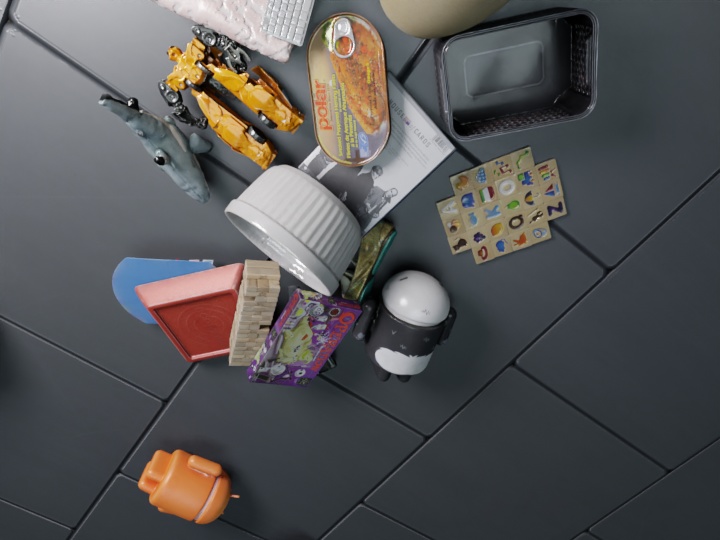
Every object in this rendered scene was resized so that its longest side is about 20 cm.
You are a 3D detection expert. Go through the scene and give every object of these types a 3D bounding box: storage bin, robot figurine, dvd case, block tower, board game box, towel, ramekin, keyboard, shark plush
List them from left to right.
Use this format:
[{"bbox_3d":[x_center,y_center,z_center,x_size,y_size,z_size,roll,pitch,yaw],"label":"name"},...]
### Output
[{"bbox_3d":[-0.274,-0.179,0.718,0.090,0.084,0.200,-16,151,1],"label":"shark plush"},{"bbox_3d":[-0.322,0.029,0.888,0.198,0.039,0.159,3,132,-6],"label":"board game box"},{"bbox_3d":[-0.361,0.459,1.075,0.199,0.116,0.145,32,74,-15],"label":"robot figurine"},{"bbox_3d":[-0.188,-0.248,0.733,0.199,0.058,0.145,38,111,-19],"label":"robot figurine"},{"bbox_3d":[-0.152,-0.398,0.645,0.198,0.032,0.193,22,102,-10],"label":"towel"},{"bbox_3d":[-0.177,0.078,0.835,0.057,0.054,0.201,4,128,-20],"label":"block tower"},{"bbox_3d":[-0.091,-0.063,0.756,0.200,0.200,0.105,42,78,-19],"label":"ramekin"},{"bbox_3d":[-0.072,-0.393,0.633,0.056,0.011,0.202,15,104,-12],"label":"keyboard"},{"bbox_3d":[-0.096,0.120,0.849,0.119,0.032,0.201,10,126,-37],"label":"board game box"},{"bbox_3d":[0.022,-0.169,0.768,0.200,0.025,0.151,-42,92,18],"label":"dvd case"},{"bbox_3d":[0.077,0.097,0.880,0.124,0.150,0.202,32,121,25],"label":"robot figurine"},{"bbox_3d":[0.208,-0.271,0.700,0.198,0.094,0.136,-10,117,5],"label":"storage bin"}]

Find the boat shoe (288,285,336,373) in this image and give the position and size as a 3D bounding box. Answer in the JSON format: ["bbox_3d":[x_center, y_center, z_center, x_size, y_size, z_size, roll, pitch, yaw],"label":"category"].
[{"bbox_3d":[-0.082,0.108,0.913,0.067,0.074,0.201,-12,120,-1],"label":"boat shoe"}]

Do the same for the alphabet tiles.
[{"bbox_3d":[0.233,-0.102,0.837,0.198,0.006,0.168,-20,116,10],"label":"alphabet tiles"}]

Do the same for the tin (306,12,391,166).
[{"bbox_3d":[-0.015,-0.251,0.720,0.111,0.042,0.202,-2,107,9],"label":"tin"}]

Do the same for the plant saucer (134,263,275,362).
[{"bbox_3d":[-0.263,0.089,0.895,0.198,0.037,0.201,-12,133,6],"label":"plant saucer"}]

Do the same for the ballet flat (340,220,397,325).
[{"bbox_3d":[0.000,0.000,0.866,0.070,0.071,0.201,17,117,-9],"label":"ballet flat"}]

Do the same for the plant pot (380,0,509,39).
[{"bbox_3d":[0.093,-0.366,0.614,0.199,0.202,0.134,24,150,-12],"label":"plant pot"}]
